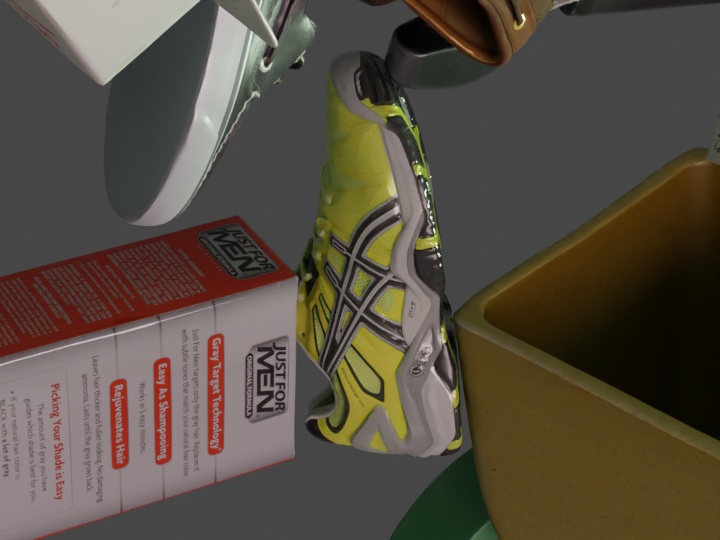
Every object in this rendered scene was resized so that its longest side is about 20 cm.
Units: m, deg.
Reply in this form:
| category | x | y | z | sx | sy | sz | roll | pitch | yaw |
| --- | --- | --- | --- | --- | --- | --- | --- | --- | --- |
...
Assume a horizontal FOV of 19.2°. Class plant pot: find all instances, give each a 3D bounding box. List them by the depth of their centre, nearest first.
| category | x | y | z | sx | sy | sz | roll | pitch | yaw |
| --- | --- | --- | --- | --- | --- | --- | --- | --- | --- |
| plant pot | 0.174 | 0.095 | 1.003 | 0.195 | 0.194 | 0.200 | -32 | 135 | -37 |

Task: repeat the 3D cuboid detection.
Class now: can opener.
| category | x | y | z | sx | sy | sz | roll | pitch | yaw |
| --- | --- | --- | --- | --- | --- | --- | --- | --- | --- |
| can opener | 0.094 | -0.128 | 0.951 | 0.200 | 0.053 | 0.066 | -13 | 141 | -28 |

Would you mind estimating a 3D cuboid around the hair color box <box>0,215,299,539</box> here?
| category | x | y | z | sx | sy | sz | roll | pitch | yaw |
| --- | --- | --- | --- | --- | --- | --- | --- | --- | --- |
| hair color box | -0.128 | 0.054 | 0.910 | 0.200 | 0.061 | 0.102 | -15 | 126 | -25 |

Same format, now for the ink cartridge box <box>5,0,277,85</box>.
| category | x | y | z | sx | sy | sz | roll | pitch | yaw |
| --- | --- | --- | --- | --- | --- | --- | --- | --- | --- |
| ink cartridge box | -0.120 | -0.144 | 0.744 | 0.067 | 0.116 | 0.200 | -42 | 133 | -5 |

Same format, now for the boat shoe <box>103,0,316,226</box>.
| category | x | y | z | sx | sy | sz | roll | pitch | yaw |
| --- | --- | --- | --- | --- | --- | --- | --- | --- | --- |
| boat shoe | -0.045 | -0.108 | 0.860 | 0.066 | 0.070 | 0.200 | 8 | 107 | -36 |

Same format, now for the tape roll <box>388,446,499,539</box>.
| category | x | y | z | sx | sy | sz | roll | pitch | yaw |
| --- | --- | --- | --- | --- | --- | --- | --- | --- | --- |
| tape roll | 0.100 | 0.169 | 1.153 | 0.200 | 0.048 | 0.201 | -17 | 127 | -24 |

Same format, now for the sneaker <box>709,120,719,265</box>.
| category | x | y | z | sx | sy | sz | roll | pitch | yaw |
| --- | --- | --- | --- | --- | --- | --- | --- | --- | --- |
| sneaker | 0.271 | -0.070 | 1.092 | 0.200 | 0.073 | 0.112 | -17 | 129 | -23 |

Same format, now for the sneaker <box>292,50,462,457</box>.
| category | x | y | z | sx | sy | sz | roll | pitch | yaw |
| --- | --- | --- | --- | --- | --- | --- | --- | --- | --- |
| sneaker | 0.000 | 0.000 | 0.953 | 0.076 | 0.075 | 0.200 | -6 | 114 | 4 |

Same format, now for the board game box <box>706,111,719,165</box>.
| category | x | y | z | sx | sy | sz | roll | pitch | yaw |
| --- | --- | --- | --- | --- | --- | --- | --- | --- | --- |
| board game box | 0.265 | -0.101 | 1.017 | 0.200 | 0.034 | 0.135 | 7 | 104 | -36 |

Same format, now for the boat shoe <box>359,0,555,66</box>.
| category | x | y | z | sx | sy | sz | roll | pitch | yaw |
| --- | --- | --- | --- | --- | --- | --- | --- | --- | --- |
| boat shoe | 0.014 | -0.133 | 0.802 | 0.200 | 0.072 | 0.068 | 23 | 85 | -50 |
